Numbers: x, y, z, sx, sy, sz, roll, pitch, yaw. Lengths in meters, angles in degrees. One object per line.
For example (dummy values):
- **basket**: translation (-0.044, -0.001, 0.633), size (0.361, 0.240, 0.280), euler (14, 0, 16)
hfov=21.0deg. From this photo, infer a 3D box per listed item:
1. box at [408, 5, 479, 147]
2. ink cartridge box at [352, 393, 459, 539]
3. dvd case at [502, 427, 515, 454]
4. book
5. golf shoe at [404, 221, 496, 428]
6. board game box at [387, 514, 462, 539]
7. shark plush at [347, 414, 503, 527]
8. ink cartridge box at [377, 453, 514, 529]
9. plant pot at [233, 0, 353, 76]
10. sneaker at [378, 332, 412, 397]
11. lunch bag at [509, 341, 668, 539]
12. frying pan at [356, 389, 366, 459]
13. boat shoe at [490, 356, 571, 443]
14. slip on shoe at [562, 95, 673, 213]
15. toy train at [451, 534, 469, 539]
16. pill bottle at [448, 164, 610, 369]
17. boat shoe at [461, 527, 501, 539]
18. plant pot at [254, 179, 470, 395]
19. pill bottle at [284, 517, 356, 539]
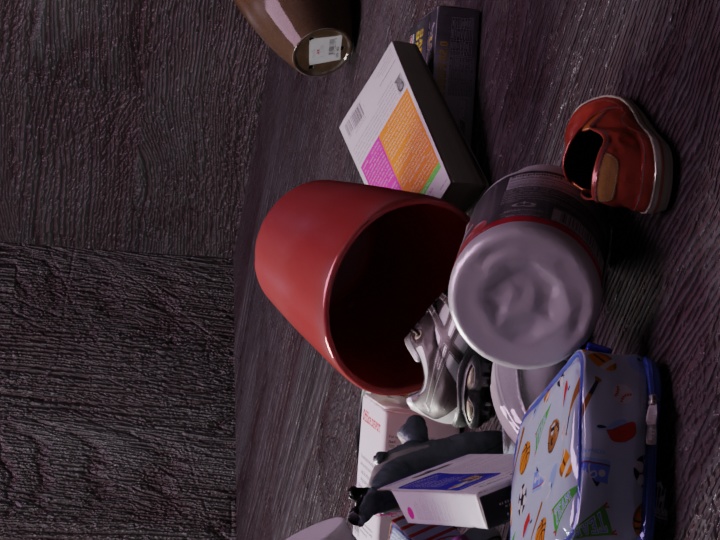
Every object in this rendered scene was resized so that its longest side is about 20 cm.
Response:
- **box**: translation (0.083, -0.174, 2.094), size (0.158, 0.048, 0.200), euler (175, 98, -81)
- **ink cartridge box**: translation (0.045, 0.236, 2.030), size (0.145, 0.084, 0.200), euler (-163, 77, -80)
- **dvd case**: translation (0.147, 0.096, 1.665), size (0.146, 0.022, 0.200), euler (110, 161, -59)
- **book**: translation (0.047, -0.119, 2.006), size (0.134, 0.048, 0.200), euler (-55, 45, 39)
- **golf shoe**: translation (0.085, 0.044, 1.801), size (0.078, 0.094, 0.200), euler (15, -100, -71)
- **board game box**: translation (0.075, 0.329, 1.696), size (0.151, 0.046, 0.200), euler (39, 132, 36)
- **shark plush**: translation (0.049, 0.174, 1.712), size (0.083, 0.200, 0.091), euler (-9, 86, 36)
- **ink cartridge box**: translation (0.096, 0.177, 1.580), size (0.200, 0.095, 0.037), euler (-8, 100, 67)
- **plant pot**: translation (-0.084, -0.390, 2.914), size (0.187, 0.187, 0.200), euler (103, 153, -44)
- **sneaker**: translation (0.063, 0.088, 2.040), size (0.075, 0.090, 0.200), euler (-56, -6, 23)
- **lunch bag**: translation (0.162, 0.142, 1.392), size (0.200, 0.075, 0.161), euler (119, 159, -67)
- **frying pan**: translation (0.010, 0.156, 2.453), size (0.190, 0.031, 0.115), euler (-91, 10, -48)
- **boat shoe**: translation (0.148, 0.050, 1.560), size (0.069, 0.072, 0.200), euler (103, 177, -54)
- **slip on shoe**: translation (0.178, -0.088, 1.436), size (0.200, 0.061, 0.074), euler (-111, 25, -72)
- **toy train**: translation (0.105, 0.297, 1.555), size (0.150, 0.056, 0.200), euler (33, 128, 44)
- **pill bottle**: translation (0.131, -0.012, 1.460), size (0.200, 0.111, 0.111), euler (-64, -17, -67)
- **boat shoe**: translation (0.099, 0.316, 1.758), size (0.064, 0.071, 0.200), euler (40, 131, 35)
- **plant pot**: translation (0.000, 0.000, 1.898), size (0.177, 0.200, 0.201), euler (29, 117, 52)
- **pill bottle**: translation (-0.004, 0.314, 1.639), size (0.200, 0.109, 0.109), euler (64, 172, -5)
